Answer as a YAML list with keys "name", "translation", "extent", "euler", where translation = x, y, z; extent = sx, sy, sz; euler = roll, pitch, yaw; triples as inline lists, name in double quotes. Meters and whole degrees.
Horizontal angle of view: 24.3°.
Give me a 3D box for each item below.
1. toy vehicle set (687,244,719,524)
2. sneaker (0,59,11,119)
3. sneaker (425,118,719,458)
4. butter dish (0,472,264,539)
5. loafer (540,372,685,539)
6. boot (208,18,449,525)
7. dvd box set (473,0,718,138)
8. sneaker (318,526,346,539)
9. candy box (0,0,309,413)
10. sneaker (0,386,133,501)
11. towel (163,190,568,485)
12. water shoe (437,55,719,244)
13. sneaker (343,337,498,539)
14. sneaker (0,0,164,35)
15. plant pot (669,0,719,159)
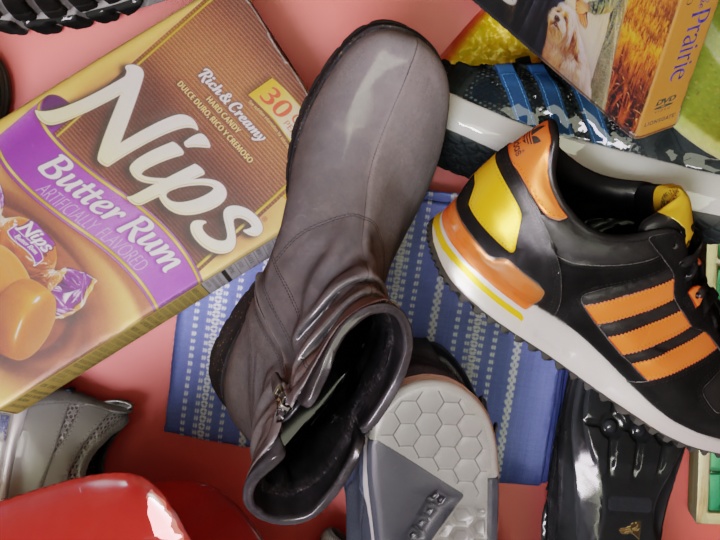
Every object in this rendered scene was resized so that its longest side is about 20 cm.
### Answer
- name: "toy vehicle set"
  translation: [0.229, 0.027, 0.825]
  extent: [0.124, 0.027, 0.200]
  euler: [0, 98, 1]
- name: "sneaker"
  translation: [-0.274, -0.088, 0.776]
  extent: [0.199, 0.114, 0.076]
  euler: [6, 96, 2]
- name: "sneaker"
  translation: [0.131, 0.009, 0.738]
  extent: [0.200, 0.070, 0.090]
  euler: [30, 121, -17]
- name: "butter dish"
  translation: [-0.090, 0.169, 0.747]
  extent: [0.199, 0.148, 0.200]
  euler: [-21, 99, 34]
- name: "loafer"
  translation: [0.118, 0.107, 0.818]
  extent: [0.068, 0.070, 0.201]
  euler: [8, 81, -21]
- name: "boot"
  translation: [0.000, 0.000, 0.702]
  extent: [0.070, 0.132, 0.200]
  euler: [16, 102, -17]
- name: "dvd box set"
  translation: [0.102, -0.175, 0.697]
  extent: [0.029, 0.200, 0.146]
  euler: [-22, 54, -30]
- name: "sneaker"
  translation: [-0.019, 0.177, 0.832]
  extent: [0.200, 0.074, 0.089]
  euler: [-25, 91, -3]
- name: "candy box"
  translation: [-0.111, -0.034, 0.787]
  extent: [0.200, 0.056, 0.117]
  euler: [-32, 84, -4]
- name: "sneaker"
  translation: [-0.151, 0.153, 0.824]
  extent: [0.082, 0.075, 0.200]
  euler: [3, 97, 2]
- name: "towel"
  translation: [0.008, 0.026, 0.835]
  extent: [0.200, 0.024, 0.145]
  euler: [8, 99, 2]
- name: "water shoe"
  translation: [0.097, -0.076, 0.794]
  extent: [0.200, 0.072, 0.079]
  euler: [20, 78, 8]
- name: "sneaker"
  translation: [0.023, 0.131, 0.768]
  extent: [0.077, 0.146, 0.203]
  euler: [3, 101, -7]
- name: "sneaker"
  translation: [-0.123, -0.169, 0.788]
  extent: [0.200, 0.078, 0.090]
  euler: [-12, 86, -1]
- name: "plant pot"
  translation: [0.229, -0.161, 0.714]
  extent: [0.184, 0.200, 0.201]
  euler: [-18, 98, -26]
